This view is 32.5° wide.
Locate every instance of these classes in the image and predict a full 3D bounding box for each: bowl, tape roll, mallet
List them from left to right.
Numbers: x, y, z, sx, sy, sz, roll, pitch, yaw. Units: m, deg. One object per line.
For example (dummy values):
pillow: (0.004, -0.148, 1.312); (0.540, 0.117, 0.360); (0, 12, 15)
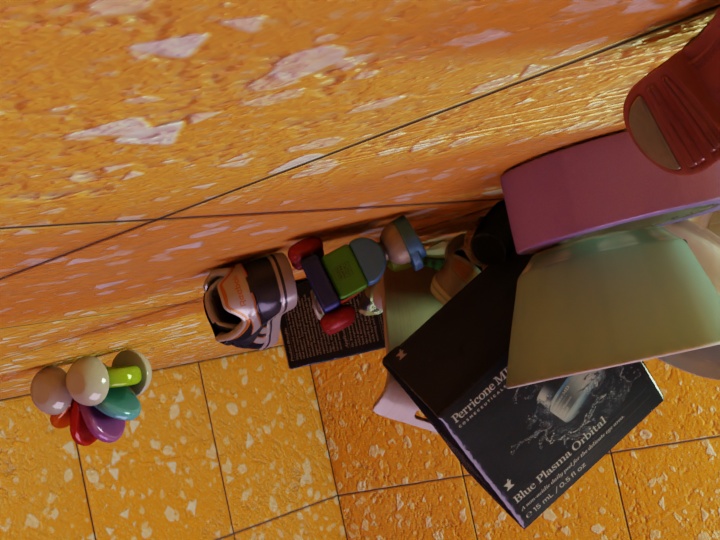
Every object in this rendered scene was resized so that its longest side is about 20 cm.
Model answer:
mallet: (0.202, -0.033, 1.136); (0.197, 0.042, 0.066); (2, -145, 22)
bowl: (0.207, 0.027, 1.029); (0.197, 0.107, 0.201); (-12, 174, -1)
tape roll: (0.216, -0.067, 1.000); (0.197, 0.067, 0.200); (-14, 176, -1)
bowl: (0.302, 0.012, 1.190); (0.091, 0.200, 0.201); (-55, -174, -13)

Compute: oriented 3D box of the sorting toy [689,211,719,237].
sorting toy: (0.384, -0.083, 1.157); (0.197, 0.109, 0.179); (-10, 168, 31)

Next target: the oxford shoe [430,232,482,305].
oxford shoe: (0.126, -0.008, 1.354); (0.058, 0.075, 0.200); (-54, 177, 21)

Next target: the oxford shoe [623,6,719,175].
oxford shoe: (0.196, -0.107, 0.552); (0.074, 0.071, 0.200); (-39, -174, -25)

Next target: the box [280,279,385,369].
box: (0.012, 0.049, 1.588); (0.198, 0.109, 0.147); (-15, 176, 37)

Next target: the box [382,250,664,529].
box: (0.161, 0.107, 1.205); (0.196, 0.201, 0.117); (-41, -144, -4)

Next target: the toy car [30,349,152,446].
toy car: (-0.459, 0.226, 2.138); (0.197, 0.153, 0.174); (-15, 175, 27)

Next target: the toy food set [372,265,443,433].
toy food set: (0.066, 0.078, 1.322); (0.142, 0.202, 0.060); (21, 138, -30)

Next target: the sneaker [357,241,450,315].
sneaker: (0.080, 0.020, 1.430); (0.088, 0.078, 0.198); (36, -145, 31)

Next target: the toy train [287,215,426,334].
toy train: (0.000, 0.000, 1.182); (0.114, 0.086, 0.200); (-26, 176, -3)

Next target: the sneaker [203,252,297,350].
sneaker: (-0.119, 0.035, 1.227); (0.078, 0.080, 0.200); (-16, 166, -17)

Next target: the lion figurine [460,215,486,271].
lion figurine: (0.205, -0.048, 1.250); (0.198, 0.073, 0.122); (-30, 145, 18)
